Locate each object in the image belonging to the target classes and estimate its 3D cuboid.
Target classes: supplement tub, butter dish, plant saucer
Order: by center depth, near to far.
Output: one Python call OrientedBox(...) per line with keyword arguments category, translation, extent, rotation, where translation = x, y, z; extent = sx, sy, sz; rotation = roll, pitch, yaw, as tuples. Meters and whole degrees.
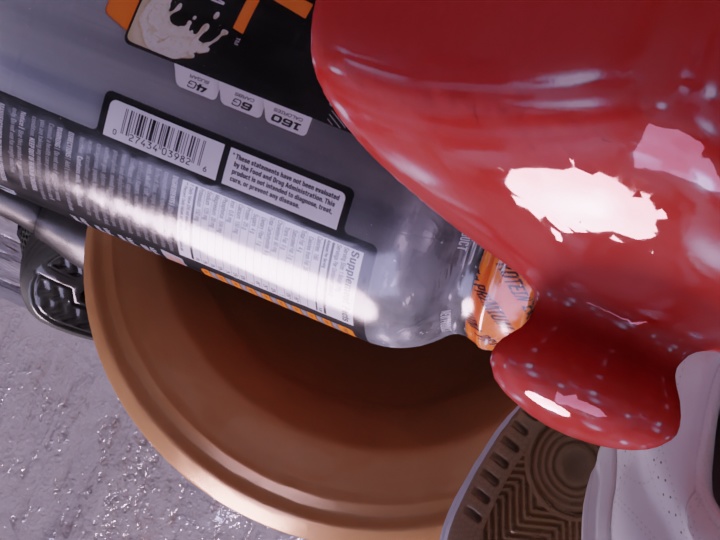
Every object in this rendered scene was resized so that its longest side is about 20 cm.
OrientedBox(category="butter dish", translation=(0.074, -0.032, 0.497), extent=(0.199, 0.149, 0.199), rotation=(30, 170, -37))
OrientedBox(category="supplement tub", translation=(-0.021, -0.052, 0.731), extent=(0.199, 0.123, 0.123), rotation=(22, 172, 10))
OrientedBox(category="plant saucer", translation=(0.000, 0.000, 0.811), extent=(0.199, 0.201, 0.038), rotation=(24, 149, -3))

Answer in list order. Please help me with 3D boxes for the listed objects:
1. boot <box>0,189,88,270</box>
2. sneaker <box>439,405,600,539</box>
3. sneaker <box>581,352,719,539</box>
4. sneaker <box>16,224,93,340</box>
OrientedBox(category="boot", translation=(-0.124, -0.070, 0.909), extent=(0.137, 0.078, 0.200), rotation=(22, -163, -9))
OrientedBox(category="sneaker", translation=(0.087, 0.044, 0.747), extent=(0.070, 0.200, 0.108), rotation=(46, 160, -6))
OrientedBox(category="sneaker", translation=(0.098, 0.004, 0.619), extent=(0.075, 0.202, 0.089), rotation=(1, 158, -19))
OrientedBox(category="sneaker", translation=(-0.071, -0.004, 1.026), extent=(0.198, 0.076, 0.115), rotation=(23, -147, -31))
